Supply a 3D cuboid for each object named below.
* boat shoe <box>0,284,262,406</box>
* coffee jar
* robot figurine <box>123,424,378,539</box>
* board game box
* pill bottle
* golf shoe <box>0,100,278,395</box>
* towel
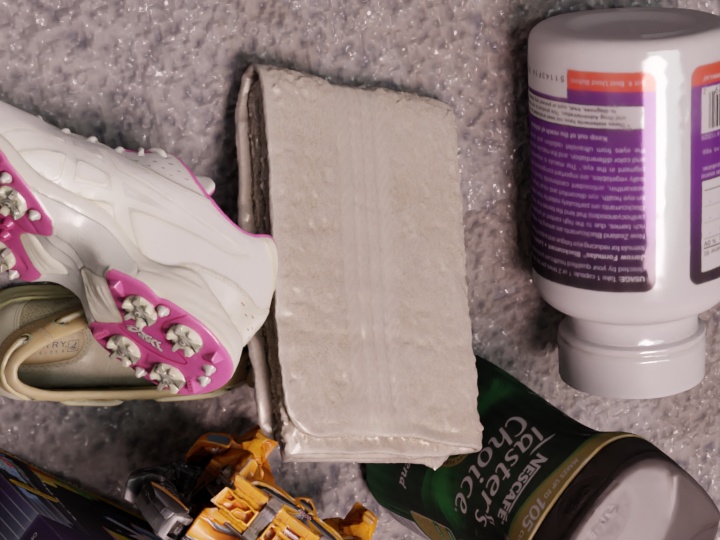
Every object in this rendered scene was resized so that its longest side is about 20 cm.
[{"bbox_3d":[-0.092,0.034,0.950,0.201,0.063,0.073,-2,105,-30],"label":"boat shoe"},{"bbox_3d":[0.093,0.118,1.002,0.104,0.200,0.085,-52,123,-9],"label":"coffee jar"},{"bbox_3d":[-0.041,0.127,0.914,0.145,0.200,0.058,38,91,-1],"label":"robot figurine"},{"bbox_3d":[-0.102,0.162,0.920,0.200,0.165,0.057,32,87,-34],"label":"board game box"},{"bbox_3d":[0.148,-0.037,1.045,0.111,0.111,0.200,-12,109,-28],"label":"pill bottle"},{"bbox_3d":[-0.125,-0.030,0.891,0.200,0.075,0.092,41,53,-4],"label":"golf shoe"},{"bbox_3d":[0.000,0.000,0.970,0.132,0.034,0.200,7,74,-38],"label":"towel"}]
